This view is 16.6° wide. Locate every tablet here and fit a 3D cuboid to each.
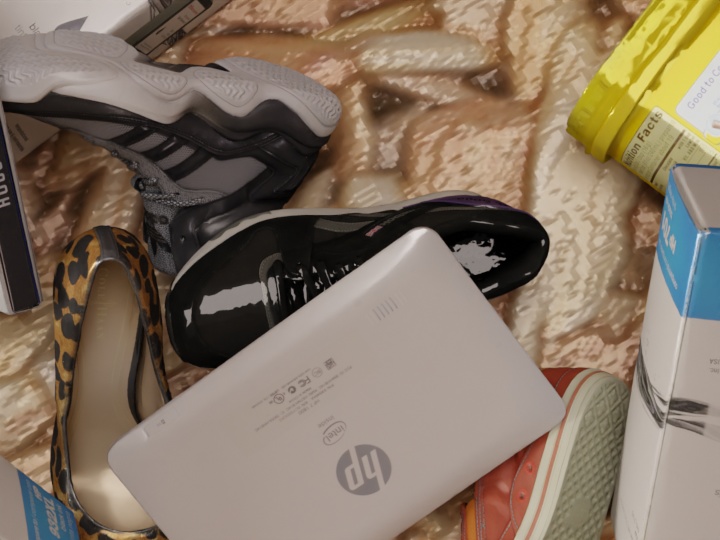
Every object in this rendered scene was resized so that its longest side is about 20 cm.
[{"bbox_3d":[-0.011,0.081,1.226,0.200,0.014,0.130,-35,110,8],"label":"tablet"}]

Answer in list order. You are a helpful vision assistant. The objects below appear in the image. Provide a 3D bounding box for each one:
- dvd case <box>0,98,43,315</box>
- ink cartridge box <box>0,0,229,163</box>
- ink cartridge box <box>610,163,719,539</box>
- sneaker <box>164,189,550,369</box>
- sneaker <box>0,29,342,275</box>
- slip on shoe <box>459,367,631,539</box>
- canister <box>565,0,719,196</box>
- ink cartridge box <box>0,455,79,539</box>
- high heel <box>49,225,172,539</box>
[{"bbox_3d":[-0.221,-0.087,1.245,0.025,0.150,0.201,-20,111,-30],"label":"dvd case"},{"bbox_3d":[-0.156,-0.179,1.329,0.200,0.084,0.146,-38,79,-5],"label":"ink cartridge box"},{"bbox_3d":[0.210,0.059,1.204,0.146,0.086,0.201,4,117,-7],"label":"ink cartridge box"},{"bbox_3d":[0.000,0.000,1.251,0.199,0.087,0.076,-17,99,-19],"label":"sneaker"},{"bbox_3d":[-0.109,-0.055,1.270,0.199,0.075,0.114,5,110,-29],"label":"sneaker"},{"bbox_3d":[0.079,0.142,1.268,0.061,0.074,0.201,16,84,41],"label":"slip on shoe"},{"bbox_3d":[0.229,-0.072,1.290,0.200,0.087,0.149,38,83,8],"label":"canister"},{"bbox_3d":[-0.252,0.130,1.197,0.145,0.084,0.200,-39,122,13],"label":"ink cartridge box"},{"bbox_3d":[-0.121,0.082,1.241,0.071,0.143,0.201,-8,77,-9],"label":"high heel"}]
